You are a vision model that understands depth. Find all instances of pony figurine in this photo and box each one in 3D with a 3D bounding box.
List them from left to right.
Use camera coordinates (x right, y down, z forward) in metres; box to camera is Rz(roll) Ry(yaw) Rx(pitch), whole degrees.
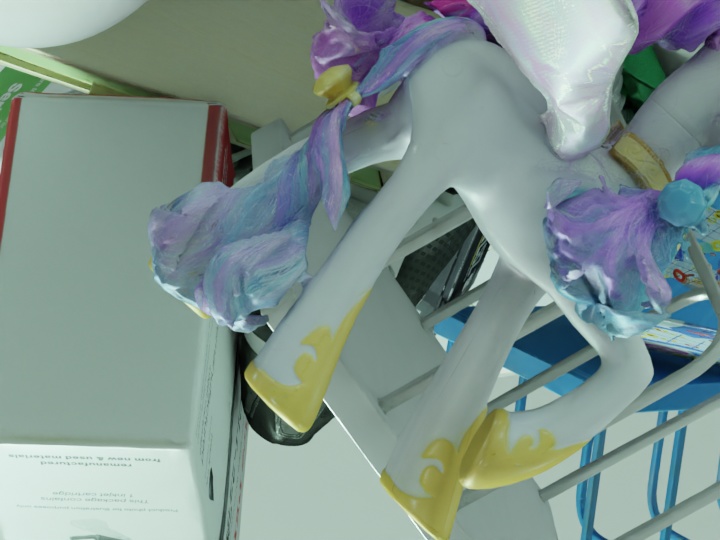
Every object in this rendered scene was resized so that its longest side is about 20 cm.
[{"bbox_3d":[0.037,-0.044,0.696,0.193,0.200,0.167,44,-177,-12],"label":"pony figurine"}]

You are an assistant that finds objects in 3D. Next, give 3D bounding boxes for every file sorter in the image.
[{"bbox_3d":[0.067,0.026,0.857,0.200,0.125,0.139,54,-168,-25],"label":"file sorter"},{"bbox_3d":[0.149,0.091,1.192,0.200,0.123,0.139,0,-166,-31],"label":"file sorter"}]

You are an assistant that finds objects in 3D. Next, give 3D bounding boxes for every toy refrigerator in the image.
[{"bbox_3d":[-0.068,-0.089,0.944,0.200,0.070,0.076,18,175,4],"label":"toy refrigerator"}]

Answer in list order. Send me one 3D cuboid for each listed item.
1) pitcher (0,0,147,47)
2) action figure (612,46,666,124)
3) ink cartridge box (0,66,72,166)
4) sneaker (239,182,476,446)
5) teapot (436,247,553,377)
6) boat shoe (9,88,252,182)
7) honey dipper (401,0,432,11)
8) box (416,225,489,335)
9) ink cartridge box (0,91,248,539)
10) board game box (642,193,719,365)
[{"bbox_3d":[-0.129,-0.163,0.795,0.172,0.121,0.200,48,171,6],"label":"pitcher"},{"bbox_3d":[0.079,-0.079,0.963,0.118,0.055,0.200,31,176,18],"label":"action figure"},{"bbox_3d":[-0.086,-0.026,1.177,0.200,0.084,0.146,9,140,44],"label":"ink cartridge box"},{"bbox_3d":[0.000,0.000,1.004,0.066,0.091,0.200,25,-139,11],"label":"sneaker"},{"bbox_3d":[0.063,-0.033,1.487,0.197,0.146,0.200,8,147,-4],"label":"teapot"},{"bbox_3d":[-0.051,-0.061,1.040,0.200,0.071,0.072,-17,-169,-19],"label":"boat shoe"},{"bbox_3d":[-0.011,-0.118,1.013,0.038,0.038,0.200,28,173,-30],"label":"honey dipper"},{"bbox_3d":[-0.022,-0.070,1.178,0.200,0.049,0.161,34,153,8],"label":"box"},{"bbox_3d":[-0.091,0.046,0.946,0.084,0.144,0.200,3,151,2],"label":"ink cartridge box"},{"bbox_3d":[0.196,0.016,1.020,0.196,0.056,0.200,12,176,17],"label":"board game box"}]
